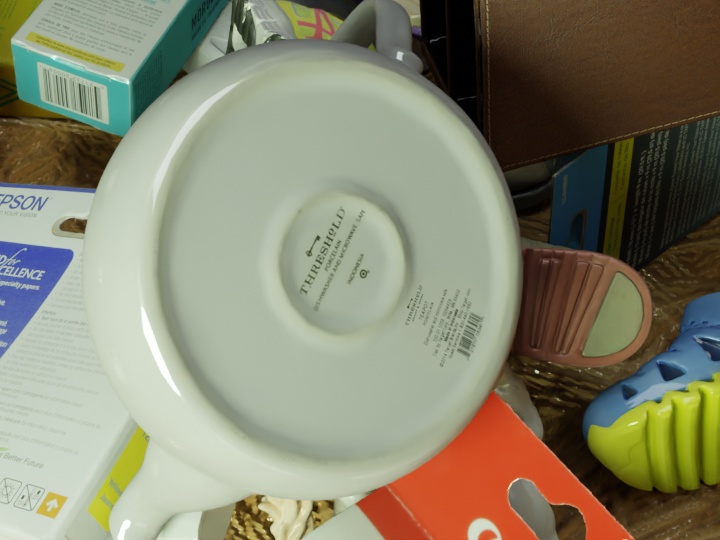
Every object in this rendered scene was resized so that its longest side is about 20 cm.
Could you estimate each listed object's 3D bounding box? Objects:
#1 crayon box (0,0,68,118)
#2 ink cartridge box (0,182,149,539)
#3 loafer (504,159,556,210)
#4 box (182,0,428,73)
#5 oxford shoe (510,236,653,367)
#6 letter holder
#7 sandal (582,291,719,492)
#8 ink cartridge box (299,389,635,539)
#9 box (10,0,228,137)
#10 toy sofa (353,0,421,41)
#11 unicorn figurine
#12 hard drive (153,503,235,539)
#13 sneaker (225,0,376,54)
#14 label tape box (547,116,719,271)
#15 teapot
[{"bbox_3d":[-0.238,-0.166,0.953,0.197,0.051,0.128,4,50,8],"label":"crayon box"},{"bbox_3d":[-0.165,0.045,0.710,0.196,0.047,0.201,6,50,34],"label":"ink cartridge box"},{"bbox_3d":[0.025,-0.064,0.840,0.198,0.063,0.072,-11,50,-6],"label":"loafer"},{"bbox_3d":[-0.021,-0.178,0.955,0.199,0.041,0.156,-35,56,-24],"label":"box"},{"bbox_3d":[0.044,0.007,0.699,0.198,0.074,0.072,16,93,7],"label":"oxford shoe"},{"bbox_3d":[0.134,-0.151,0.665,0.198,0.143,0.101,-15,49,-7],"label":"letter holder"},{"bbox_3d":[0.195,0.048,0.732,0.198,0.080,0.087,-19,47,-23],"label":"sandal"},{"bbox_3d":[0.027,0.167,0.581,0.162,0.050,0.201,46,107,32],"label":"ink cartridge box"},{"bbox_3d":[-0.138,-0.177,0.894,0.081,0.049,0.201,20,51,9],"label":"box"},{"bbox_3d":[0.017,-0.177,0.861,0.097,0.083,0.200,-33,49,-22],"label":"toy sofa"},{"bbox_3d":[0.051,0.115,0.666,0.198,0.074,0.139,-8,92,13],"label":"unicorn figurine"},{"bbox_3d":[-0.144,0.084,0.711,0.198,0.026,0.133,-4,47,25],"label":"hard drive"},{"bbox_3d":[-0.017,-0.106,0.811,0.089,0.079,0.201,1,37,-20],"label":"sneaker"},{"bbox_3d":[0.154,-0.069,0.782,0.199,0.145,0.063,-33,55,-23],"label":"label tape box"},{"bbox_3d":[-0.035,-0.002,0.604,0.198,0.146,0.199,-21,96,-23],"label":"teapot"}]
